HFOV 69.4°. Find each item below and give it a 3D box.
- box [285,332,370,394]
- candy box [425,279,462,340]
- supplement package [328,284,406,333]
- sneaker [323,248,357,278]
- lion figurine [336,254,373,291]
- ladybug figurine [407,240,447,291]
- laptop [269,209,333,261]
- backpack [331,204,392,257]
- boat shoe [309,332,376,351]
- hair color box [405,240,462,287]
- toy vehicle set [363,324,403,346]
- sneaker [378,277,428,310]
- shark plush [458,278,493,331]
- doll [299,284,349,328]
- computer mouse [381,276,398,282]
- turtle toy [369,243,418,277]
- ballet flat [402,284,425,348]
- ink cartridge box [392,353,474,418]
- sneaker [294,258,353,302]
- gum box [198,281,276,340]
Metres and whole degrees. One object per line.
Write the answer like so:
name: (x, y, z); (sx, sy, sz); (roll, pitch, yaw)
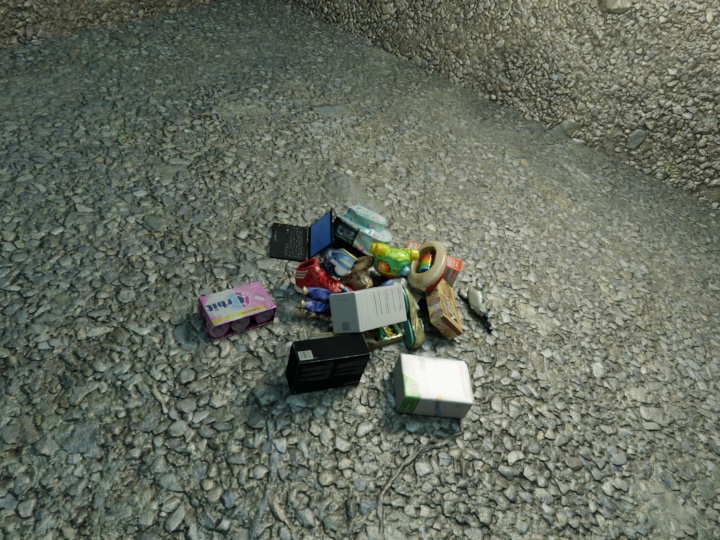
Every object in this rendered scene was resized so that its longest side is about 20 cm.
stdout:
box: (-0.089, 0.248, 1.387); (0.198, 0.142, 0.079); (-4, 44, -23)
candy box: (0.264, 0.110, 1.680); (0.115, 0.055, 0.201); (41, 30, -34)
supplement package: (0.024, 0.109, 1.494); (0.199, 0.113, 0.111); (-7, 89, -44)
sneaker: (-0.082, -0.021, 1.675); (0.074, 0.200, 0.083); (31, 79, -16)
lion figurine: (0.000, 0.000, 1.694); (0.073, 0.122, 0.201); (50, 37, -31)
ladybug figurine: (0.220, -0.007, 1.674); (0.135, 0.072, 0.201); (-11, 43, 36)
laptop: (-0.201, -0.129, 1.774); (0.198, 0.104, 0.178); (8, 42, -12)
backpack: (0.014, -0.135, 1.818); (0.199, 0.151, 0.177); (36, 19, 10)
boat shoe: (-0.053, 0.202, 1.496); (0.198, 0.074, 0.070); (1, 45, -13)
hair color box: (0.238, -0.011, 1.799); (0.199, 0.111, 0.064); (22, 41, 5)
toy vehicle set: (0.030, 0.148, 1.619); (0.123, 0.027, 0.200); (-13, 50, -30)
sneaker: (0.148, 0.081, 1.677); (0.199, 0.075, 0.089); (6, 54, -31)
shark plush: (0.421, 0.112, 1.770); (0.083, 0.091, 0.201); (26, 26, -40)
doll: (-0.081, 0.107, 1.566); (0.198, 0.048, 0.138); (11, 84, -8)
computer mouse: (0.106, 0.056, 1.739); (0.058, 0.034, 0.201); (9, 43, -11)
turtle toy: (0.098, -0.029, 1.684); (0.144, 0.102, 0.200); (8, 0, -11)
ballet flat: (0.158, 0.141, 1.609); (0.070, 0.071, 0.202); (-4, 72, -23)
ink cartridge box: (0.200, 0.323, 1.451); (0.198, 0.084, 0.145); (8, 43, -10)
sneaker: (-0.114, 0.033, 1.603); (0.198, 0.116, 0.079); (10, 42, 9)
gum box: (-0.358, 0.114, 1.489); (0.199, 0.066, 0.114); (-16, 50, -32)
